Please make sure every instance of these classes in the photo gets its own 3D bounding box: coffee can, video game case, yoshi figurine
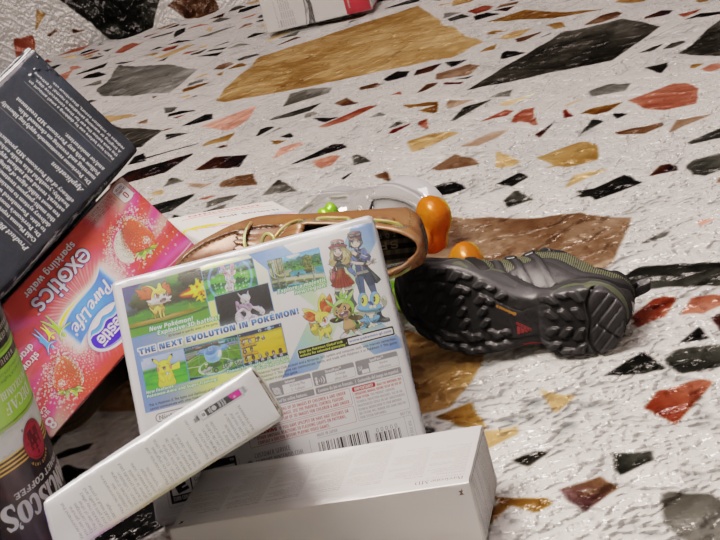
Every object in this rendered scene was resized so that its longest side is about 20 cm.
[{"bbox_3d":[-0.296,0.120,1.113,0.146,0.200,0.146,-14,19,5],"label":"coffee can"},{"bbox_3d":[-0.066,0.071,1.133,0.199,0.183,0.022,-14,-15,4],"label":"video game case"},{"bbox_3d":[0.005,-0.006,1.339,0.200,0.112,0.112,-19,12,-27],"label":"yoshi figurine"}]

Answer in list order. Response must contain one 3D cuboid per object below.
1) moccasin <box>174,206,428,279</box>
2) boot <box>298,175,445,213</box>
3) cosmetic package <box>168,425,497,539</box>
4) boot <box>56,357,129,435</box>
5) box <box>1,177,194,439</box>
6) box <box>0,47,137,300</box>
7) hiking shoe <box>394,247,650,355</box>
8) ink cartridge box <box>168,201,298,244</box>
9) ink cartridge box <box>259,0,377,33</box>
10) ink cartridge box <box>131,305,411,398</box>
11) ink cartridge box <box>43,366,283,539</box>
[{"bbox_3d":[-0.048,-0.005,1.224,0.201,0.074,0.078,-3,9,6],"label":"moccasin"},{"bbox_3d":[-0.004,-0.040,1.553,0.096,0.074,0.200,-35,18,-31],"label":"boot"},{"bbox_3d":[-0.016,0.154,1.024,0.199,0.051,0.083,-11,16,15],"label":"cosmetic package"},{"bbox_3d":[-0.267,0.068,1.384,0.200,0.077,0.155,-19,31,-26],"label":"boot"},{"bbox_3d":[-0.227,0.036,1.263,0.200,0.100,0.095,-50,8,-24],"label":"box"},{"bbox_3d":[-0.310,-0.042,1.278,0.197,0.124,0.200,-50,8,-31],"label":"box"},{"bbox_3d":[0.127,0.022,1.264,0.200,0.076,0.101,9,20,26],"label":"hiking shoe"},{"bbox_3d":[-0.114,-0.018,1.514,0.117,0.068,0.200,-11,15,-21],"label":"ink cartridge box"},{"bbox_3d":[-0.072,-0.503,2.849,0.199,0.083,0.147,-11,20,13],"label":"ink cartridge box"},{"bbox_3d":[-0.063,0.078,1.226,0.199,0.083,0.147,-14,18,4],"label":"ink cartridge box"},{"bbox_3d":[-0.143,0.131,1.005,0.200,0.043,0.196,-31,-3,-7],"label":"ink cartridge box"}]
